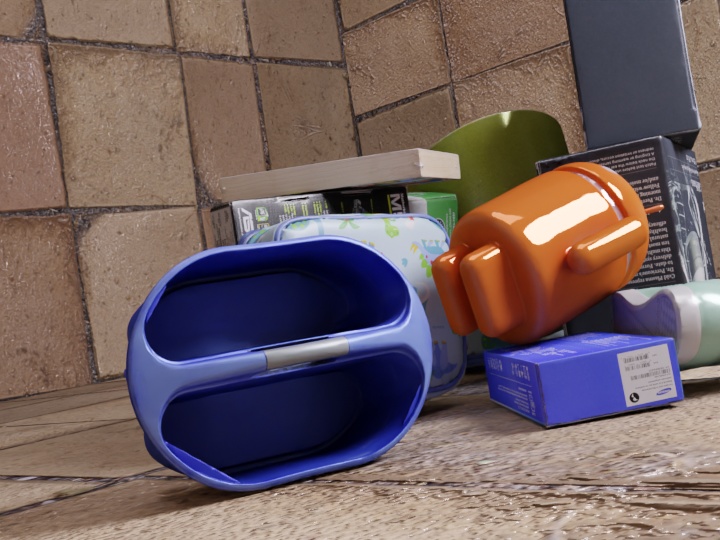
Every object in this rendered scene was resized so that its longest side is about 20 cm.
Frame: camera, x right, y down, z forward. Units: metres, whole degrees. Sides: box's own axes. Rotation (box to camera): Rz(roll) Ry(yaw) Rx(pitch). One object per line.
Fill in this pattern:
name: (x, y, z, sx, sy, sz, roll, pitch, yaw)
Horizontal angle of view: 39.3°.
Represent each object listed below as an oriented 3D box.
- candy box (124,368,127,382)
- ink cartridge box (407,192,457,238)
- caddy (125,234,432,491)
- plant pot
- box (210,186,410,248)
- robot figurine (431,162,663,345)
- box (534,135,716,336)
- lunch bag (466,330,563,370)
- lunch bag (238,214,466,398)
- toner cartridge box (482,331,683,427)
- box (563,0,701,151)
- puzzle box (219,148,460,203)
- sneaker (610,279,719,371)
candy box: (-0.155, 0.103, 1.206, 0.168, 0.078, 0.199, -31, -12, 23)
ink cartridge box: (0.000, 0.000, 1.017, 0.198, 0.149, 0.083, -6, 10, -35)
caddy: (-0.050, 0.056, 0.621, 0.197, 0.144, 0.105, -9, -7, -28)
plant pot: (0.169, -0.035, 1.088, 0.184, 0.202, 0.188, -16, -26, -8)
box: (-0.030, 0.031, 0.905, 0.191, 0.203, 0.047, -9, 0, -37)
robot figurine: (0.150, -0.017, 0.815, 0.198, 0.117, 0.145, -26, -26, -28)
box: (0.267, -0.015, 0.977, 0.122, 0.200, 0.199, -9, -2, 27)
lunch bag: (0.143, 0.073, 1.220, 0.159, 0.084, 0.199, -8, -2, -29)
lunch bag: (-0.006, 0.039, 0.825, 0.198, 0.163, 0.082, -4, -8, -42)
toner cartridge box: (0.153, 0.075, 0.737, 0.093, 0.044, 0.200, -9, -2, -3)
box: (0.272, -0.191, 1.010, 0.105, 0.151, 0.200, -9, -3, 15)
puzzle box: (-0.016, -0.086, 0.948, 0.197, 0.026, 0.133, -6, 1, 22)
sneaker: (0.259, 0.047, 0.755, 0.116, 0.075, 0.200, -2, -5, -3)
